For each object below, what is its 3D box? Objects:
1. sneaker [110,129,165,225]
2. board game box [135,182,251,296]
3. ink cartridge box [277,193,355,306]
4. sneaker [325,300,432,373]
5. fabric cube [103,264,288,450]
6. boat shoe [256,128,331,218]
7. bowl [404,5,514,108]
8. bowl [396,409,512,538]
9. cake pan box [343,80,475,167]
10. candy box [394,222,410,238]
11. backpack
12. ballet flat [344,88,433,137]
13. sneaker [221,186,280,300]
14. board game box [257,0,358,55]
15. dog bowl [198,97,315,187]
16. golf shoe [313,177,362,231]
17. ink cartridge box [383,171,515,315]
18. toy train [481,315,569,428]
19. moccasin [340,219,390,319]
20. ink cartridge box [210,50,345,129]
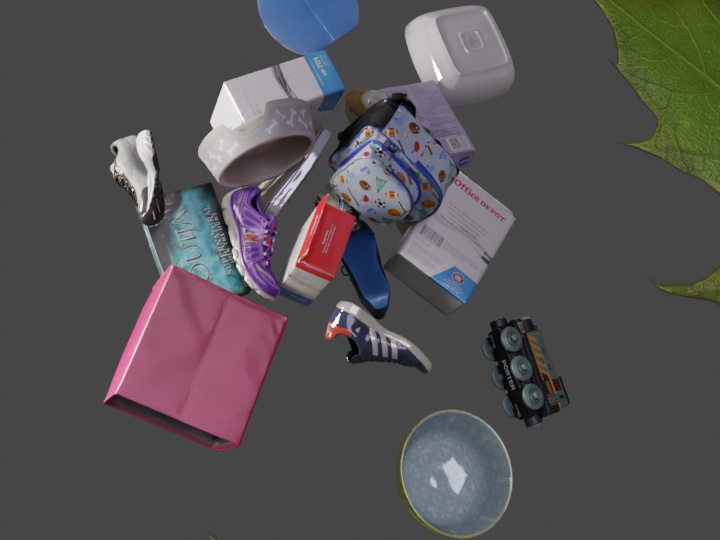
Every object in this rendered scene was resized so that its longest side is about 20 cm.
[{"bbox_3d":[-0.363,-0.145,1.600,0.078,0.074,0.201,-12,49,-9],"label":"sneaker"},{"bbox_3d":[-0.278,-0.037,1.633,0.134,0.028,0.202,-17,78,-25],"label":"board game box"},{"bbox_3d":[-0.071,-0.031,1.610,0.067,0.200,0.117,23,65,-10],"label":"ink cartridge box"},{"bbox_3d":[0.027,0.135,1.667,0.199,0.075,0.085,34,82,-10],"label":"sneaker"},{"bbox_3d":[-0.249,0.138,1.475,0.198,0.196,0.201,25,71,-13],"label":"fabric cube"},{"bbox_3d":[-0.120,-0.180,1.718,0.062,0.072,0.201,35,66,-4],"label":"boat shoe"},{"bbox_3d":[0.204,-0.431,1.925,0.198,0.075,0.202,-15,76,-25],"label":"bowl"},{"bbox_3d":[0.137,0.338,1.607,0.198,0.108,0.203,7,69,-18],"label":"bowl"},{"bbox_3d":[0.092,-0.258,1.805,0.198,0.053,0.186,-15,61,-23],"label":"cake pan box"},{"bbox_3d":[0.136,-0.079,1.784,0.116,0.056,0.202,-25,83,-26],"label":"candy box"},{"bbox_3d":[0.057,-0.165,1.613,0.189,0.200,0.155,33,65,-17],"label":"backpack"},{"bbox_3d":[0.055,-0.276,1.738,0.199,0.063,0.068,40,55,17],"label":"ballet flat"},{"bbox_3d":[-0.170,-0.049,1.632,0.083,0.081,0.202,-21,77,13],"label":"sneaker"},{"bbox_3d":[-0.100,-0.489,1.855,0.199,0.039,0.159,-39,92,-22],"label":"board game box"},{"bbox_3d":[-0.162,-0.202,1.603,0.198,0.200,0.059,-20,77,-25],"label":"dog bowl"},{"bbox_3d":[-0.039,-0.145,1.734,0.201,0.096,0.079,-74,146,-46],"label":"golf shoe"},{"bbox_3d":[0.155,-0.049,1.702,0.146,0.086,0.201,37,63,-5],"label":"ink cartridge box"},{"bbox_3d":[0.293,0.175,1.742,0.113,0.085,0.202,-8,72,-35],"label":"toy train"},{"bbox_3d":[0.000,0.000,1.693,0.079,0.069,0.202,-10,50,-4],"label":"moccasin"},{"bbox_3d":[-0.144,-0.283,1.694,0.198,0.146,0.087,-22,79,-25],"label":"ink cartridge box"}]
